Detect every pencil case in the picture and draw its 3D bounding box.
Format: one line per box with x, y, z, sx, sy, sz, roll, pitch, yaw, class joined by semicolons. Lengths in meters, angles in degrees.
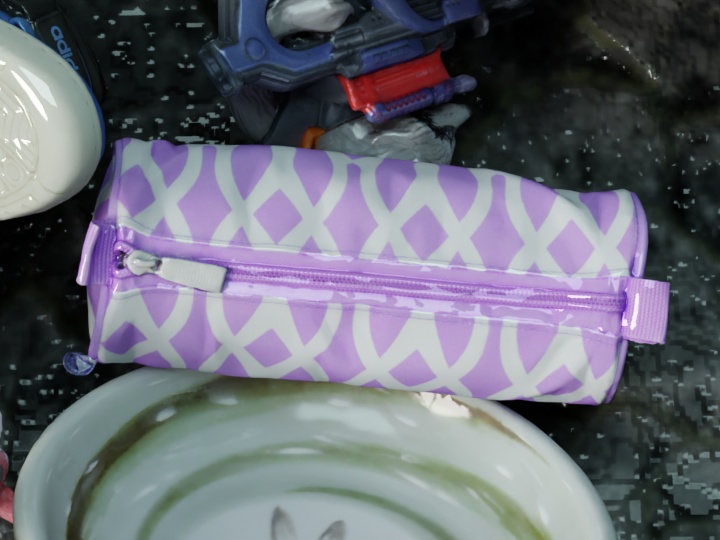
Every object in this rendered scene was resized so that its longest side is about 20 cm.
0.000;0.000;0.885;0.200;0.085;0.084;4;85;-5;pencil case

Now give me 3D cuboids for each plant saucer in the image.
-0.016;0.099;0.852;0.200;0.050;0.200;6;32;-4;plant saucer

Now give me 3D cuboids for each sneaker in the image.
-0.124;-0.066;0.894;0.111;0.200;0.077;-22;105;-37;sneaker

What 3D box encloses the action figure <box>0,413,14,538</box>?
-0.197;0.036;0.866;0.200;0.134;0.149;38;72;21;action figure

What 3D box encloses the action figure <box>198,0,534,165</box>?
-0.006;-0.110;0.967;0.200;0.105;0.194;-11;70;-35;action figure
